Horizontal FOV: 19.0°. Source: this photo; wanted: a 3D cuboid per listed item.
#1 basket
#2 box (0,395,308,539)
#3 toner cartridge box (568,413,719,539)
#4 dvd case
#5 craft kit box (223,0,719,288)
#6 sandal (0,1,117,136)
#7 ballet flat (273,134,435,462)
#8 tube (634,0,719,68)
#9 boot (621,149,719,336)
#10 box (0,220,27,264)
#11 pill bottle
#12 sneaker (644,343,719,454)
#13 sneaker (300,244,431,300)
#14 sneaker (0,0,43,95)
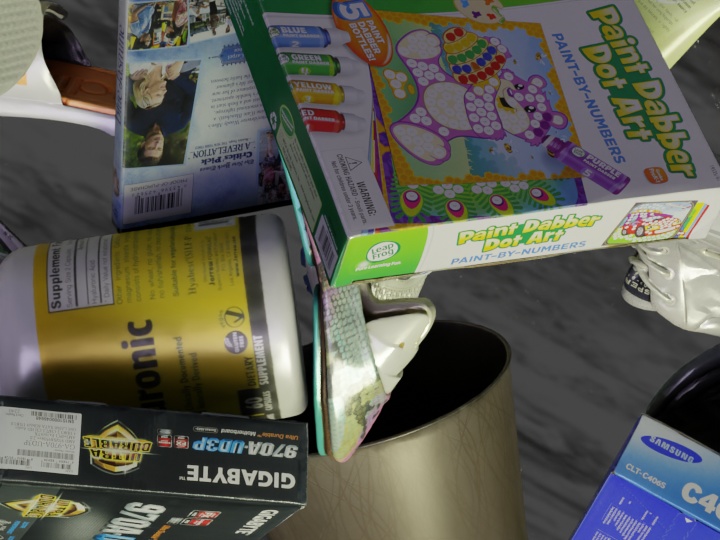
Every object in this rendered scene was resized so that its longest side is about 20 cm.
[{"bbox_3d":[0.023,0.150,1.244,0.180,0.136,0.200,-11,115,12],"label":"basket"},{"bbox_3d":[-0.129,0.115,1.121,0.159,0.046,0.200,7,161,-16],"label":"box"},{"bbox_3d":[0.166,0.160,1.205,0.095,0.043,0.200,28,150,6],"label":"toner cartridge box"},{"bbox_3d":[-0.060,-0.112,1.136,0.143,0.018,0.200,-11,131,-22],"label":"dvd case"},{"bbox_3d":[0.052,-0.091,1.052,0.197,0.200,0.049,-7,145,-22],"label":"craft kit box"},{"bbox_3d":[-0.165,-0.118,1.186,0.207,0.079,0.059,11,115,-5],"label":"sandal"},{"bbox_3d":[0.000,0.000,1.107,0.071,0.069,0.200,-7,98,3],"label":"ballet flat"},{"bbox_3d":[0.122,-0.098,1.155,0.058,0.052,0.200,31,115,-11],"label":"tube"},{"bbox_3d":[0.166,-0.016,1.148,0.200,0.074,0.096,23,122,-26],"label":"boot"},{"bbox_3d":[-0.186,0.065,1.222,0.110,0.035,0.200,-46,105,-8],"label":"box"},{"bbox_3d":[-0.133,0.036,1.150,0.200,0.111,0.111,-8,113,0],"label":"pill bottle"},{"bbox_3d":[0.240,0.088,1.193,0.200,0.084,0.121,-14,135,17],"label":"sneaker"},{"bbox_3d":[0.030,-0.044,1.146,0.085,0.077,0.200,25,109,42],"label":"sneaker"},{"bbox_3d":[-0.218,-0.174,1.060,0.114,0.073,0.200,39,150,13],"label":"sneaker"}]
